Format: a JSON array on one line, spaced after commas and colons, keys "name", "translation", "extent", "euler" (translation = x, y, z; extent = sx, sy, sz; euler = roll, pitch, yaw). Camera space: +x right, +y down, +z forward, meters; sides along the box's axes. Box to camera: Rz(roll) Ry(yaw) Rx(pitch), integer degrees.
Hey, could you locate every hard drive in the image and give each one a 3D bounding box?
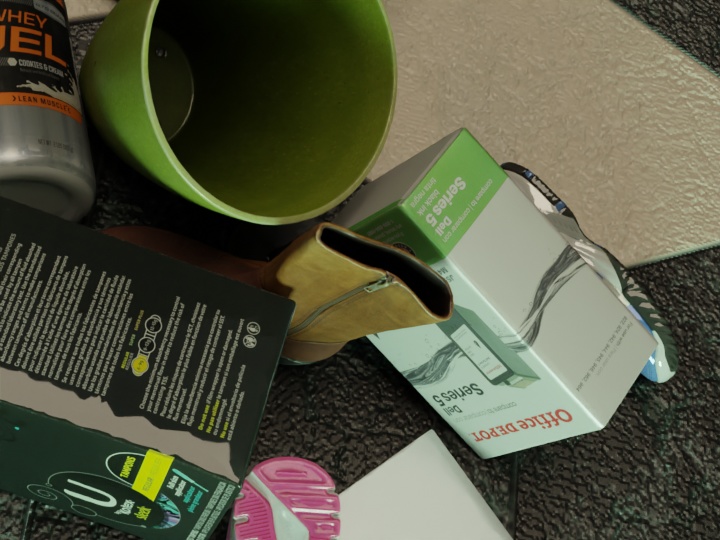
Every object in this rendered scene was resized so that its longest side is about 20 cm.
[{"name": "hard drive", "translation": [0.057, 0.223, 0.965], "extent": [0.131, 0.025, 0.201], "euler": [-31, 77, -27]}]

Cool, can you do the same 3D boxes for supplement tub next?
[{"name": "supplement tub", "translation": [-0.252, -0.127, 0.983], "extent": [0.121, 0.123, 0.202], "euler": [-6, 67, -20]}]

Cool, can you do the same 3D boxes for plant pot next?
[{"name": "plant pot", "translation": [-0.107, -0.126, 0.971], "extent": [0.186, 0.199, 0.189], "euler": [-2, 93, -35]}]

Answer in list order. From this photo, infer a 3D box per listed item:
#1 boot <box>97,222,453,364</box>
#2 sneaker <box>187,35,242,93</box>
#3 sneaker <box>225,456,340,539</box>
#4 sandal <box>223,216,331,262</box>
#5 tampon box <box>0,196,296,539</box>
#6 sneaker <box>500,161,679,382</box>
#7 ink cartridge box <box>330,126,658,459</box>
[{"name": "boot", "translation": [-0.066, 0.007, 0.911], "extent": [0.187, 0.200, 0.069], "euler": [31, 68, -20]}, {"name": "sneaker", "translation": [-0.117, -0.181, 1.082], "extent": [0.198, 0.073, 0.085], "euler": [24, 81, 7]}, {"name": "sneaker", "translation": [-0.048, 0.213, 0.903], "extent": [0.080, 0.088, 0.202], "euler": [5, 89, -8]}, {"name": "sandal", "translation": [0.000, 0.000, 1.044], "extent": [0.198, 0.045, 0.076], "euler": [18, 62, -8]}, {"name": "tampon box", "translation": [-0.163, 0.070, 0.899], "extent": [0.198, 0.150, 0.127], "euler": [20, 59, -7]}, {"name": "sneaker", "translation": [0.154, 0.014, 1.082], "extent": [0.077, 0.076, 0.200], "euler": [-44, 83, -7]}, {"name": "ink cartridge box", "translation": [0.077, 0.022, 0.973], "extent": [0.200, 0.145, 0.084], "euler": [47, 59, -10]}]
